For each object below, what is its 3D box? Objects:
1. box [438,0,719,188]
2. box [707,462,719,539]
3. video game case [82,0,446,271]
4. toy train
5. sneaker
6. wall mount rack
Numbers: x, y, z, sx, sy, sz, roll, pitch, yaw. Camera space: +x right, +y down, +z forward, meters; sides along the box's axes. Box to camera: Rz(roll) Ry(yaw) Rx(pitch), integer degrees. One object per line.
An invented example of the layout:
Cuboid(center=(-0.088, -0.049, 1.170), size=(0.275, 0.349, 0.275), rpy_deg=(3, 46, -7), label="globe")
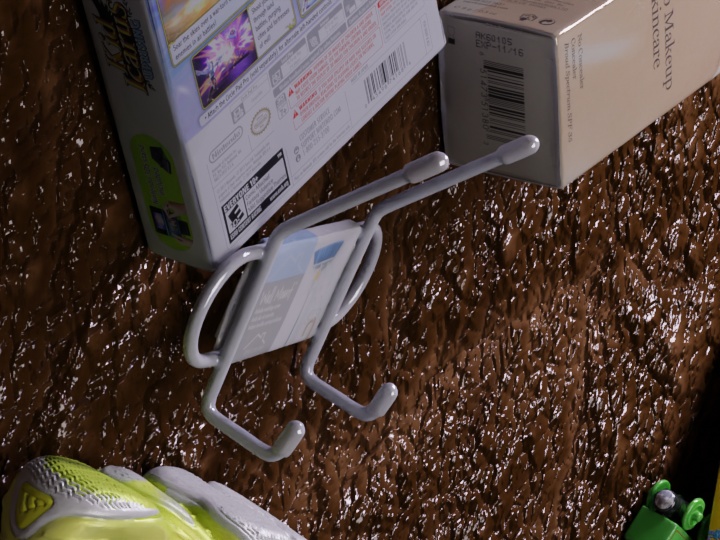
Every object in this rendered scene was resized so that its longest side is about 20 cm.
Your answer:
Cuboid(center=(0.130, -0.130, 1.530), size=(0.200, 0.078, 0.095), rpy_deg=(-36, 131, -44), label="box")
Cuboid(center=(0.347, 0.117, 1.813), size=(0.122, 0.192, 0.201), rpy_deg=(48, 48, -53), label="box")
Cuboid(center=(-0.044, -0.131, 1.299), size=(0.200, 0.045, 0.182), rpy_deg=(-46, 139, -36), label="video game case")
Cuboid(center=(0.228, 0.196, 1.850), size=(0.056, 0.042, 0.200), rpy_deg=(-57, 145, -8), label="toy train")
Cuboid(center=(-0.107, 0.148, 1.310), size=(0.200, 0.076, 0.105), rpy_deg=(20, 98, -50), label="sneaker")
Cuboid(center=(0.000, 0.000, 1.347), size=(0.174, 0.074, 0.200), rpy_deg=(-65, 162, 17), label="wall mount rack")
